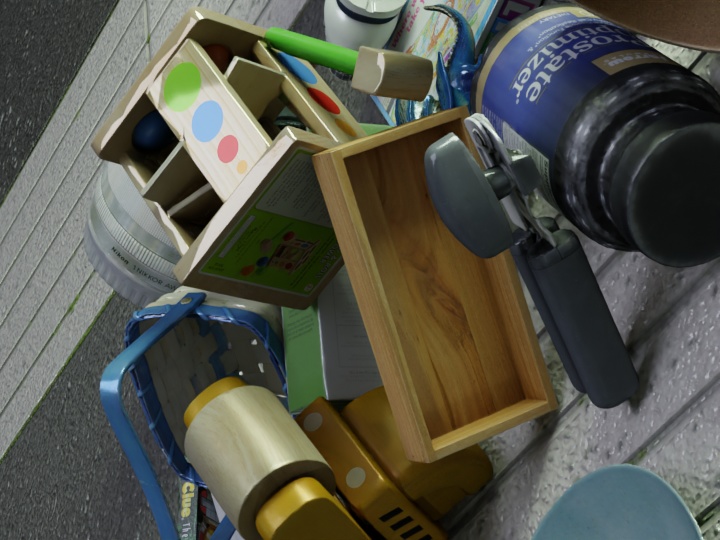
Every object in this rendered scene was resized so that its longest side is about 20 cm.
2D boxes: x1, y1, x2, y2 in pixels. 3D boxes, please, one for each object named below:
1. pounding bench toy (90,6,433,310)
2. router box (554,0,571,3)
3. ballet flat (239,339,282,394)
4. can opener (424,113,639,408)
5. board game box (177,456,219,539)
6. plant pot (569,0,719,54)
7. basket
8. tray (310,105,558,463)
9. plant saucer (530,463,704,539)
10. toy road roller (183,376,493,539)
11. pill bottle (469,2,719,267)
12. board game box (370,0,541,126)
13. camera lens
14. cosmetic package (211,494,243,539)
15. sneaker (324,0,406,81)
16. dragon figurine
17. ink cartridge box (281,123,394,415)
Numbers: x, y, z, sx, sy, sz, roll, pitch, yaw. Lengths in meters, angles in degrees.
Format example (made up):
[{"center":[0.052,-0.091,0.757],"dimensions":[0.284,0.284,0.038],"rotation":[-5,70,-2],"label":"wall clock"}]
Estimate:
[{"center":[-0.055,-0.105,1.250],"dimensions":[0.200,0.124,0.156],"rotation":[-50,55,21],"label":"pounding bench toy"},{"center":[0.102,-0.264,1.201],"dimensions":[0.052,0.200,0.158],"rotation":[-21,59,51],"label":"router box"},{"center":[-0.083,0.091,1.535],"dimensions":[0.200,0.072,0.072],"rotation":[145,133,-59],"label":"ballet flat"},{"center":[0.095,0.001,1.102],"dimensions":[0.067,0.200,0.053],"rotation":[-30,24,-8],"label":"can opener"},{"center":[-0.112,0.229,1.499],"dimensions":[0.023,0.105,0.201],"rotation":[-11,62,21],"label":"board game box"},{"center":[0.198,-0.253,1.066],"dimensions":[0.186,0.186,0.201],"rotation":[0,62,63],"label":"plant pot"},{"center":[-0.105,0.095,1.373],"dimensions":[0.139,0.177,0.200],"rotation":[3,35,33],"label":"basket"},{"center":[0.047,0.008,1.187],"dimensions":[0.037,0.098,0.201],"rotation":[-1,108,65],"label":"tray"},{"center":[0.147,0.210,1.058],"dimensions":[0.201,0.039,0.202],"rotation":[-40,42,50],"label":"plant saucer"},{"center":[-0.006,0.129,1.240],"dimensions":[0.146,0.200,0.123],"rotation":[-42,48,0],"label":"toy road roller"},{"center":[0.150,-0.078,1.114],"dimensions":[0.112,0.112,0.200],"rotation":[-68,27,15],"label":"pill bottle"},{"center":[0.076,-0.188,1.404],"dimensions":[0.200,0.034,0.135],"rotation":[-64,28,23],"label":"board game box"},{"center":[-0.133,-0.078,1.623],"dimensions":[0.200,0.160,0.160],"rotation":[-58,31,32],"label":"camera lens"},{"center":[-0.053,0.203,1.413],"dimensions":[0.082,0.051,0.200],"rotation":[-33,37,7],"label":"cosmetic package"},{"center":[0.005,-0.233,1.497],"dimensions":[0.200,0.076,0.081],"rotation":[-74,0,-49],"label":"sneaker"},{"center":[0.063,-0.110,1.288],"dimensions":[0.059,0.099,0.201],"rotation":[-41,61,47],"label":"dragon figurine"},{"center":[0.000,0.000,1.343],"dimensions":[0.059,0.104,0.201],"rotation":[-26,66,58],"label":"ink cartridge box"}]
